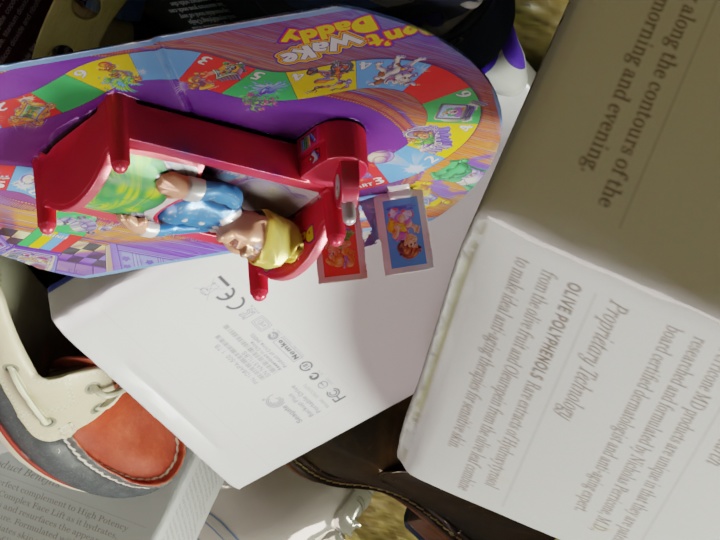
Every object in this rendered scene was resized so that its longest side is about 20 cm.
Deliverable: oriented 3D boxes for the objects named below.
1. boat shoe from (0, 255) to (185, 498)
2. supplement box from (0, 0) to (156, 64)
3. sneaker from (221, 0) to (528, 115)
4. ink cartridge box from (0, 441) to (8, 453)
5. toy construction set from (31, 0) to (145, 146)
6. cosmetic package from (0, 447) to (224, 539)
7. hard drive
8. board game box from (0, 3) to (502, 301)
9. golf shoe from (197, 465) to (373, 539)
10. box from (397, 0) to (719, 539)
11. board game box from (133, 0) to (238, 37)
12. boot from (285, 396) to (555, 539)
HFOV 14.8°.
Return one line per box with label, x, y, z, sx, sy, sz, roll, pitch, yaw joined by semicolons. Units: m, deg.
boat shoe;-0.121;0.026;1.102;0.063;0.071;0.200;2;141;37
supplement box;-0.143;-0.078;1.071;0.200;0.061;0.109;38;151;-21
sneaker;0.037;-0.110;0.915;0.200;0.081;0.146;-4;150;39
ink cartridge box;-0.202;-0.030;1.180;0.200;0.145;0.083;37;151;-21
toy construction set;-0.148;-0.093;0.955;0.200;0.131;0.092;3;-167;-19
cosmetic package;-0.120;0.091;1.266;0.102;0.200;0.074;20;153;13
hard drive;0.000;0.000;1.058;0.200;0.025;0.132;-29;134;15
board game box;-0.049;-0.025;0.937;0.200;0.039;0.158;-10;154;6
golf shoe;-0.084;0.096;1.393;0.200;0.078;0.097;1;139;39
box;0.133;-0.022;0.841;0.171;0.199;0.200;23;155;5
board game box;-0.107;-0.116;1.071;0.200;0.028;0.135;-2;143;42
boot;0.034;0.066;1.217;0.097;0.075;0.200;-12;145;40
